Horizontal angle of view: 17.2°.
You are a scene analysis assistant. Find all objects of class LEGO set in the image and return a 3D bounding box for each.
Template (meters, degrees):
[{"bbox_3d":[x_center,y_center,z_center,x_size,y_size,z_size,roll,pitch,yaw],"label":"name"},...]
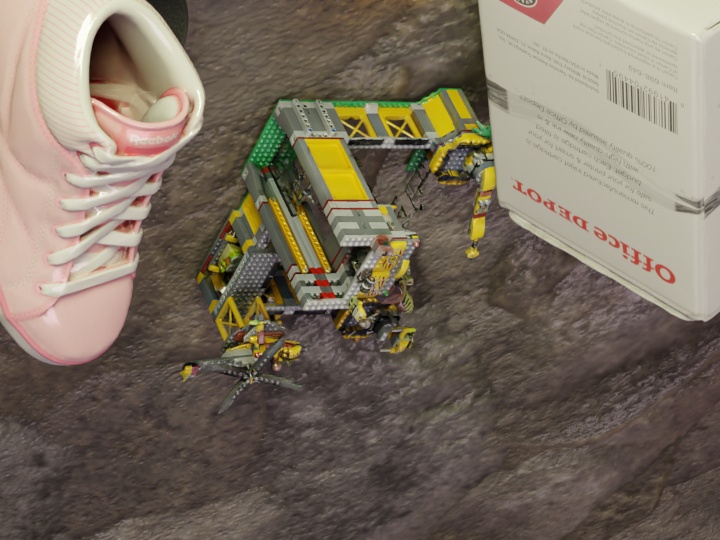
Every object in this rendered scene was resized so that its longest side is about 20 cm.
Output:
[{"bbox_3d":[0.000,0.000,1.288,0.154,0.116,0.200,6,135,-38],"label":"LEGO set"}]

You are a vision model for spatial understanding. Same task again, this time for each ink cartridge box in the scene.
[{"bbox_3d":[0.140,-0.090,1.197,0.085,0.146,0.200,-38,143,-27],"label":"ink cartridge box"}]

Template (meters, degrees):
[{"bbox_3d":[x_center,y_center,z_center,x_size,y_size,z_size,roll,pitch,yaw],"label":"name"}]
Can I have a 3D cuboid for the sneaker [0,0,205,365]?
[{"bbox_3d":[-0.119,-0.040,1.047,0.075,0.105,0.200,-20,118,-37],"label":"sneaker"}]

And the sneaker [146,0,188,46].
[{"bbox_3d":[-0.170,-0.077,1.129,0.200,0.087,0.074,-44,114,-7],"label":"sneaker"}]
